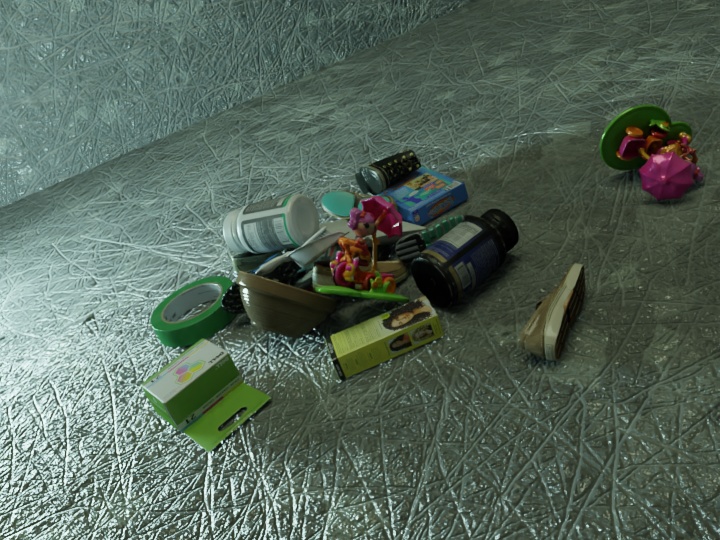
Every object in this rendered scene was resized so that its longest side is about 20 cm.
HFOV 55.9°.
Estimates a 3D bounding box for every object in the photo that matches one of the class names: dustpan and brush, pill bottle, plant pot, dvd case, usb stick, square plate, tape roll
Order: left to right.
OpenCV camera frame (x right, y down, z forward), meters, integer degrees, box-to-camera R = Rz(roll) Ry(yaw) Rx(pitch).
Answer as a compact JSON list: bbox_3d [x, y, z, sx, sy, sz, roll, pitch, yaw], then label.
[{"bbox_3d":[-0.365,0.089,1.507,0.198,0.049,0.201,-16,29,9],"label":"tape roll"},{"bbox_3d":[-0.199,-0.098,1.493,0.198,0.114,0.113,-6,32,32],"label":"pill bottle"},{"bbox_3d":[-0.150,0.072,1.299,0.199,0.200,0.094,13,84,45],"label":"plant pot"},{"bbox_3d":[-0.137,0.014,1.476,0.198,0.022,0.147,-25,27,18],"label":"dvd case"},{"bbox_3d":[-0.117,-0.036,1.346,0.199,0.057,0.140,-38,3,0],"label":"dustpan and brush"},{"bbox_3d":[-0.018,-0.043,1.511,0.198,0.033,0.056,8,47,43],"label":"usb stick"},{"bbox_3d":[0.011,-0.086,1.513,0.196,0.029,0.199,-12,19,-35],"label":"square plate"},{"bbox_3d":[0.198,-0.029,1.260,0.199,0.113,0.111,-35,31,-24],"label":"pill bottle"}]

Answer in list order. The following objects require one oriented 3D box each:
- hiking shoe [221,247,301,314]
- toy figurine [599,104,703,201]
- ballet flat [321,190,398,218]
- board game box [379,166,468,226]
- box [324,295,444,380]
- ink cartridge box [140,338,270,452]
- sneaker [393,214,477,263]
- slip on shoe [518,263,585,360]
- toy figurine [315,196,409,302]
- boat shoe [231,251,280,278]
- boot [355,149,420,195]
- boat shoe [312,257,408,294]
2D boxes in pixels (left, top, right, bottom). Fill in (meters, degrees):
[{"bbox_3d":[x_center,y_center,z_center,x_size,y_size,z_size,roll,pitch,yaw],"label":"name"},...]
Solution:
[{"bbox_3d":[-0.207,0.027,1.448,0.199,0.075,0.087,-33,7,-10],"label":"hiking shoe"},{"bbox_3d":[0.597,-0.210,1.325,0.197,0.151,0.185,1,41,-11],"label":"toy figurine"},{"bbox_3d":[0.000,-0.145,1.594,0.198,0.063,0.070,10,80,32],"label":"ballet flat"},{"bbox_3d":[0.141,-0.179,1.623,0.151,0.045,0.200,-29,29,-13],"label":"board game box"},{"bbox_3d":[0.040,0.117,1.185,0.198,0.051,0.075,-24,29,-3],"label":"box"},{"bbox_3d":[-0.274,0.214,1.203,0.147,0.076,0.199,-38,32,-28],"label":"ink cartridge box"},{"bbox_3d":[0.163,-0.069,1.401,0.197,0.076,0.088,-13,5,-5],"label":"sneaker"},{"bbox_3d":[0.309,0.059,1.080,0.060,0.077,0.201,7,47,31],"label":"slip on shoe"},{"bbox_3d":[0.009,-0.044,1.237,0.149,0.187,0.199,4,-3,43],"label":"toy figurine"},{"bbox_3d":[-0.204,-0.036,1.581,0.198,0.063,0.072,-24,36,-16],"label":"boat shoe"},{"bbox_3d":[0.076,-0.243,1.627,0.152,0.074,0.203,-27,9,-9],"label":"boot"},{"bbox_3d":[0.000,0.000,1.356,0.197,0.067,0.074,-10,23,-13],"label":"boat shoe"}]
